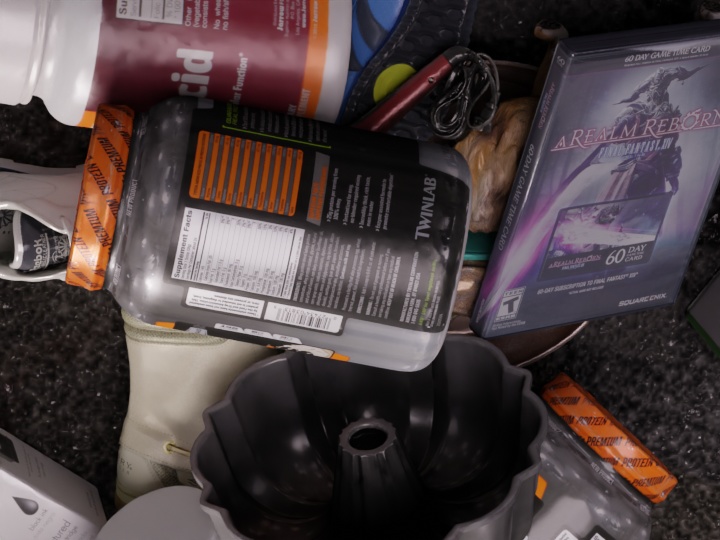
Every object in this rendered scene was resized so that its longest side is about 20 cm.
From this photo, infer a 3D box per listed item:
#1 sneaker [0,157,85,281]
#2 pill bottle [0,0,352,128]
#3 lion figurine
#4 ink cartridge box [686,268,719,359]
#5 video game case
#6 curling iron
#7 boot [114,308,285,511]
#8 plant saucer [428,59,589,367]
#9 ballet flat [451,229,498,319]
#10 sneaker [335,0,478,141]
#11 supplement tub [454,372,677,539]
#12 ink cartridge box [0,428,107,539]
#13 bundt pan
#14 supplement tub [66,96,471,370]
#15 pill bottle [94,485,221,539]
[{"bbox_3d":[-0.154,-0.022,1.626,0.199,0.081,0.077,-3,110,-13],"label":"sneaker"},{"bbox_3d":[-0.113,-0.132,1.572,0.199,0.114,0.115,5,110,-15],"label":"pill bottle"},{"bbox_3d":[0.145,-0.083,1.641,0.199,0.073,0.123,-4,121,-16],"label":"lion figurine"},{"bbox_3d":[0.314,0.073,1.734,0.200,0.145,0.084,34,100,-22],"label":"ink cartridge box"},{"bbox_3d":[0.147,-0.052,1.616,0.143,0.019,0.200,-10,133,-31],"label":"video game case"},{"bbox_3d":[-0.005,-0.058,1.583,0.200,0.026,0.050,-34,78,-4],"label":"curling iron"},{"bbox_3d":[-0.047,0.070,1.693,0.199,0.072,0.155,-2,109,-12],"label":"boot"},{"bbox_3d":[0.065,-0.033,1.696,0.200,0.034,0.201,-5,113,-12],"label":"plant saucer"},{"bbox_3d":[0.000,0.000,1.643,0.199,0.068,0.067,10,124,-13],"label":"ballet flat"},{"bbox_3d":[0.021,-0.148,1.620,0.066,0.078,0.201,10,106,-33],"label":"sneaker"},{"bbox_3d":[0.086,0.164,1.682,0.122,0.123,0.200,41,93,-23],"label":"supplement tub"},{"bbox_3d":[-0.262,0.135,1.669,0.200,0.067,0.116,34,102,-23],"label":"ink cartridge box"},{"bbox_3d":[0.010,0.120,1.589,0.201,0.202,0.076,-16,127,-7],"label":"bundt pan"},{"bbox_3d":[-0.050,-0.022,1.504,0.199,0.123,0.123,11,109,-6],"label":"supplement tub"},{"bbox_3d":[-0.079,0.223,1.670,0.112,0.112,0.200,-29,125,0],"label":"pill bottle"}]
